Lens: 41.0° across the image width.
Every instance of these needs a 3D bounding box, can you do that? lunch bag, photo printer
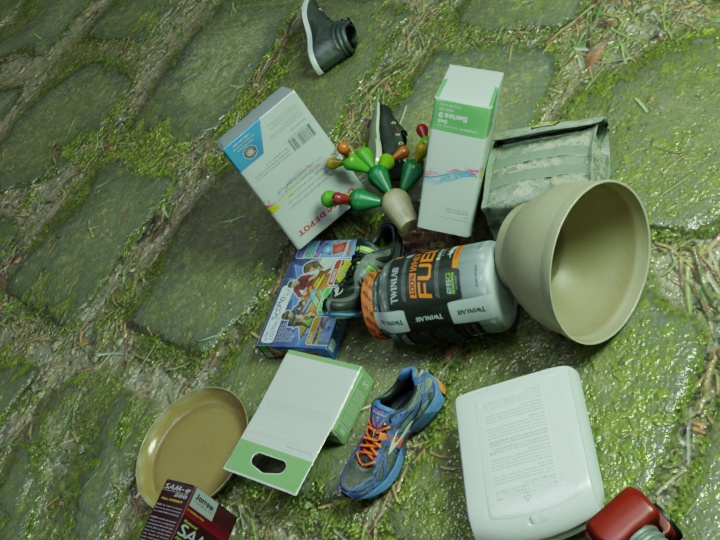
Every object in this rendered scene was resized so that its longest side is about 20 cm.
[{"bbox_3d":[0.269,-0.143,1.371,0.161,0.118,0.203,-6,47,24],"label":"lunch bag"},{"bbox_3d":[0.199,0.227,1.144,0.164,0.070,0.203,-20,47,18],"label":"photo printer"}]

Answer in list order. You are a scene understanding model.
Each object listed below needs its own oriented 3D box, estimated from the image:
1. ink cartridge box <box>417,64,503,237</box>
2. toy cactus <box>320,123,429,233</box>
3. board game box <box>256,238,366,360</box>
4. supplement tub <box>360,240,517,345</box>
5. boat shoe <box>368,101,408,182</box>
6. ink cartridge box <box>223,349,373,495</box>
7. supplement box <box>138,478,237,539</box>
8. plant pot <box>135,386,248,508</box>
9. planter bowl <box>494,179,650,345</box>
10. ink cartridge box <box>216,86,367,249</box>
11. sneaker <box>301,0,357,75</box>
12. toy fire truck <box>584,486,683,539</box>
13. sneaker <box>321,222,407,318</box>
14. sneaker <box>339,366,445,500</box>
[{"bbox_3d":[0.143,-0.172,1.383,0.086,0.203,0.146,10,32,9],"label":"ink cartridge box"},{"bbox_3d":[0.040,-0.133,1.446,0.197,0.103,0.166,-24,59,-11],"label":"toy cactus"},{"bbox_3d":[-0.069,0.042,1.493,0.133,0.035,0.203,0,55,32],"label":"board game box"},{"bbox_3d":[0.107,0.035,1.323,0.197,0.123,0.124,-11,49,25],"label":"supplement tub"},{"bbox_3d":[0.046,-0.214,1.615,0.062,0.075,0.203,5,38,-8],"label":"boat shoe"},{"bbox_3d":[-0.086,0.216,1.353,0.144,0.048,0.202,9,61,37],"label":"ink cartridge box"},{"bbox_3d":[-0.249,0.394,1.270,0.060,0.109,0.203,2,57,34],"label":"supplement box"},{"bbox_3d":[-0.245,0.268,1.430,0.197,0.028,0.203,-17,47,19],"label":"plant pot"},{"bbox_3d":[0.257,-0.021,1.229,0.134,0.201,0.202,16,64,50],"label":"planter bowl"},{"bbox_3d":[-0.112,-0.167,1.547,0.146,0.201,0.146,-38,18,-2],"label":"ink cartridge box"},{"bbox_3d":[-0.057,-0.475,1.889,0.098,0.071,0.203,-21,52,14],"label":"sneaker"},{"bbox_3d":[0.279,0.294,0.943,0.128,0.201,0.176,-38,44,-2],"label":"toy fire truck"},{"bbox_3d":[0.000,0.000,1.414,0.070,0.084,0.200,8,40,34],"label":"sneaker"},{"bbox_3d":[0.031,0.207,1.263,0.075,0.079,0.202,17,66,41],"label":"sneaker"}]
